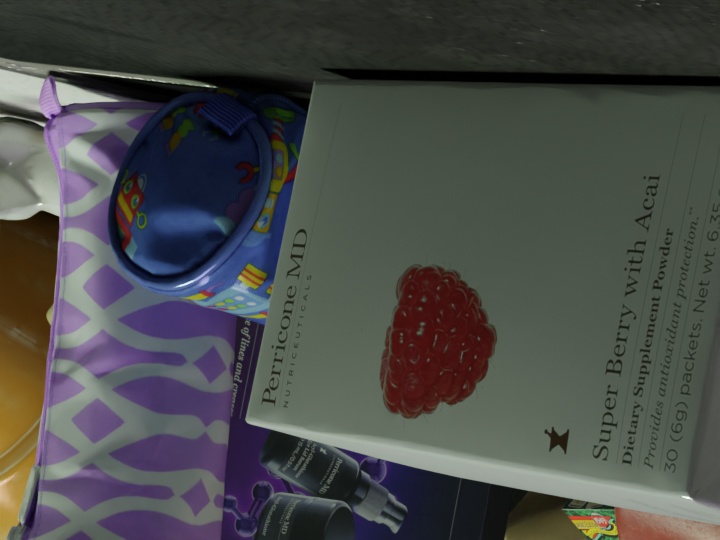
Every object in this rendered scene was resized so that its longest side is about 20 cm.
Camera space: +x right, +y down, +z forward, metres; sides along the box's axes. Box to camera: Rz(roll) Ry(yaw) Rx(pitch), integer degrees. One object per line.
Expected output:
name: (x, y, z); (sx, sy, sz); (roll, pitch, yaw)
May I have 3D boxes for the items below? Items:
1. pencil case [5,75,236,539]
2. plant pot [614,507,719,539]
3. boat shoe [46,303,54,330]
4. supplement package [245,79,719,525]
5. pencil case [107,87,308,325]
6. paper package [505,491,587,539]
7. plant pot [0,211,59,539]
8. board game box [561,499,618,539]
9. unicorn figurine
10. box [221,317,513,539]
pencil case: (-0.090, 0.031, 1.052); (0.085, 0.201, 0.084); (6, 171, -10)
plant pot: (0.218, 0.081, 1.072); (0.195, 0.202, 0.201); (18, 180, 30)
boat shoe: (-0.102, -0.002, 1.306); (0.063, 0.073, 0.200); (41, -164, -10)
supplement package: (0.078, 0.012, 0.860); (0.119, 0.122, 0.199); (15, 173, -41)
pencil case: (0.000, -0.012, 1.026); (0.199, 0.087, 0.078); (17, -169, -46)
paper package: (0.187, 0.143, 1.467); (0.199, 0.104, 0.191); (-18, -179, 12)
plant pot: (-0.241, 0.024, 1.517); (0.199, 0.201, 0.183); (7, 159, 40)
board game box: (0.185, 0.141, 1.271); (0.105, 0.023, 0.200); (52, 154, -17)
unicorn figurine: (-0.108, -0.032, 1.192); (0.199, 0.074, 0.137); (25, -173, 6)
box: (0.005, 0.072, 1.289); (0.140, 0.201, 0.079); (10, 175, 10)
